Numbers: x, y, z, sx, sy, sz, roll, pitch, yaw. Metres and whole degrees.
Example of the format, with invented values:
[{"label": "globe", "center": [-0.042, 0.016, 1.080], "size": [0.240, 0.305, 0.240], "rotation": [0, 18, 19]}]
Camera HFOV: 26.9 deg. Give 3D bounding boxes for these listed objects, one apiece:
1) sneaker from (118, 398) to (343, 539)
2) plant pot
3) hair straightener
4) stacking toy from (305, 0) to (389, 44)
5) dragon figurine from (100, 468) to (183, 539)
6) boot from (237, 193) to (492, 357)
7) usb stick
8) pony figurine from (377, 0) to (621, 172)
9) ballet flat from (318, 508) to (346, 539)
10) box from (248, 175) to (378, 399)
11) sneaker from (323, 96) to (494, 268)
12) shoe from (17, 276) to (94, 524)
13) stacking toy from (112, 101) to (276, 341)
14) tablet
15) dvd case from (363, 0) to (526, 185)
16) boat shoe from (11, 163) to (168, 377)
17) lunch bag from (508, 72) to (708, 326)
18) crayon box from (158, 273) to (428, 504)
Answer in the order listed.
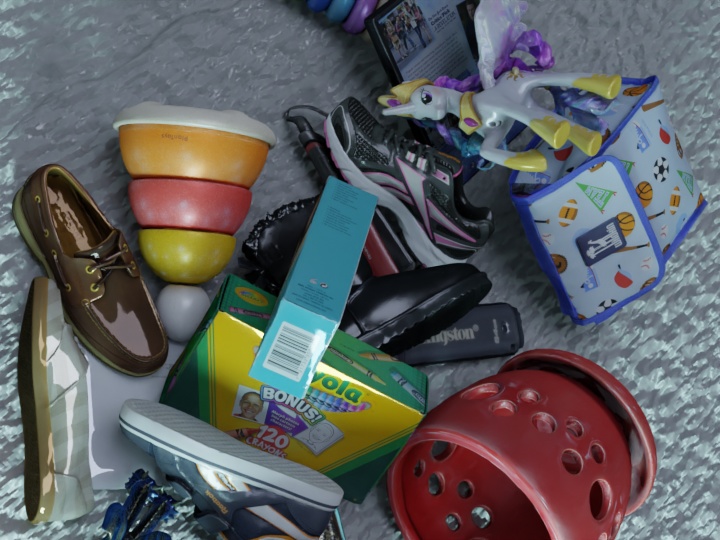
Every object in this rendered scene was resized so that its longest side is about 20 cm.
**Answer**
[{"label": "sneaker", "center": [-0.117, 0.177, 1.237], "size": [0.198, 0.078, 0.080], "rotation": [26, 97, -10]}, {"label": "plant pot", "center": [0.148, 0.179, 1.334], "size": [0.201, 0.200, 0.182], "rotation": [52, 51, 0]}, {"label": "hair straightener", "center": [-0.009, -0.076, 1.449], "size": [0.201, 0.041, 0.077], "rotation": [56, 32, 8]}, {"label": "stacking toy", "center": [-0.058, -0.296, 1.479], "size": [0.198, 0.085, 0.086], "rotation": [20, 64, -13]}, {"label": "dragon figurine", "center": [-0.188, 0.222, 1.180], "size": [0.059, 0.200, 0.100], "rotation": [35, 98, -8]}, {"label": "boot", "center": [0.000, 0.000, 1.365], "size": [0.197, 0.074, 0.163], "rotation": [-28, 70, -16]}, {"label": "usb stick", "center": [0.067, 0.063, 1.429], "size": [0.198, 0.033, 0.056], "rotation": [-4, 72, -28]}, {"label": "pony figurine", "center": [0.139, -0.169, 1.414], "size": [0.198, 0.168, 0.193], "rotation": [20, 42, 31]}, {"label": "ballet flat", "center": [-0.023, 0.283, 1.291], "size": [0.075, 0.068, 0.202], "rotation": [-23, 76, -9]}, {"label": "box", "center": [-0.036, 0.009, 1.222], "size": [0.049, 0.083, 0.201], "rotation": [23, 32, -4]}, {"label": "sneaker", "center": [0.054, -0.093, 1.424], "size": [0.200, 0.086, 0.081], "rotation": [47, 30, -15]}, {"label": "shoe", "center": [-0.249, 0.106, 1.235], "size": [0.053, 0.070, 0.203], "rotation": [1, 79, -24]}, {"label": "stacking toy", "center": [-0.155, -0.039, 1.322], "size": [0.144, 0.146, 0.203], "rotation": [8, 86, -24]}, {"label": "tablet", "center": [-0.153, 0.123, 1.308], "size": [0.198, 0.014, 0.132], "rotation": [2, 71, -26]}, {"label": "dvd case", "center": [0.089, -0.195, 1.497], "size": [0.143, 0.017, 0.201], "rotation": [-42, 118, -32]}, {"label": "boat shoe", "center": [-0.227, -0.001, 1.279], "size": [0.072, 0.068, 0.201], "rotation": [-30, 83, -33]}, {"label": "lunch bag", "center": [0.239, -0.069, 1.485], "size": [0.200, 0.123, 0.171], "rotation": [-47, 123, -29]}, {"label": "crayon box", "center": [-0.055, 0.102, 1.276], "size": [0.198, 0.119, 0.058], "rotation": [27, 31, -12]}]
